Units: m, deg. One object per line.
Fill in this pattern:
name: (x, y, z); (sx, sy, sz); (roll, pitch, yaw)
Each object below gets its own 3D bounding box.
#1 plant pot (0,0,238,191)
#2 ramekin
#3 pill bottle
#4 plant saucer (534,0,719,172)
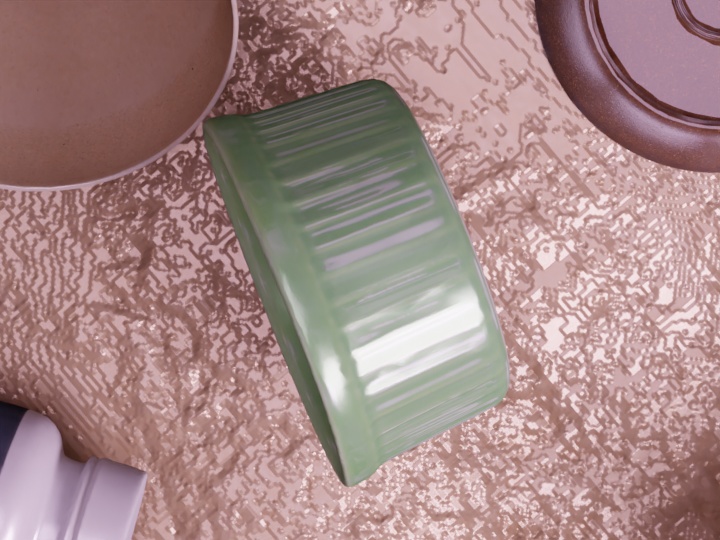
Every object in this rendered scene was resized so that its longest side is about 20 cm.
plant pot: (-0.164, -0.160, 1.283); (0.199, 0.135, 0.201); (-3, 132, -4)
ramekin: (0.000, 0.000, 1.288); (0.097, 0.200, 0.201); (-22, 96, -5)
pill bottle: (-0.220, 0.122, 1.337); (0.199, 0.120, 0.120); (16, 96, -2)
plant saucer: (0.193, -0.151, 1.349); (0.199, 0.032, 0.201); (0, 97, 0)
